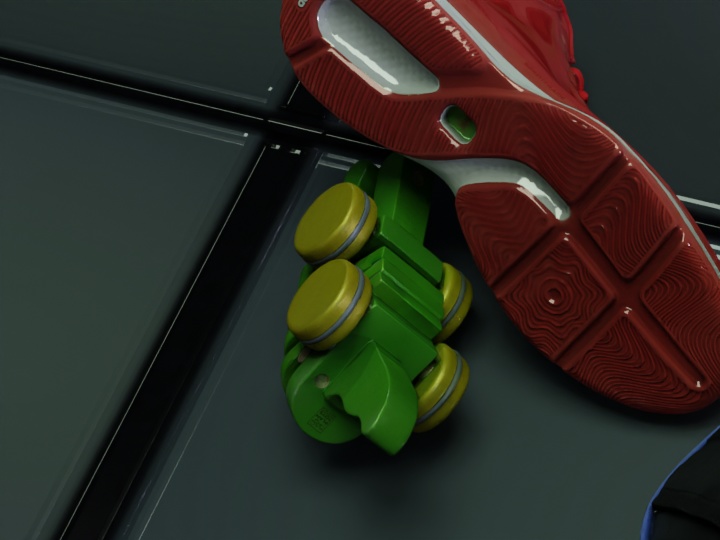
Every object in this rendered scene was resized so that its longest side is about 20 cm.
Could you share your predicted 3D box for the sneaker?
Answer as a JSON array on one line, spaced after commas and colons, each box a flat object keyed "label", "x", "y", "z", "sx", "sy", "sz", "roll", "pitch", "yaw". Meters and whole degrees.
[{"label": "sneaker", "x": 0.073, "y": -0.047, "z": 0.995, "sx": 0.200, "sy": 0.078, "sz": 0.115, "roll": 50, "pitch": 32, "yaw": 5}]

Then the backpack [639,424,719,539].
[{"label": "backpack", "x": 0.185, "y": 0.103, "z": 0.806, "sx": 0.183, "sy": 0.147, "sz": 0.200, "roll": -35, "pitch": 32, "yaw": -21}]

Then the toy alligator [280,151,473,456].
[{"label": "toy alligator", "x": 0.000, "y": 0.000, "z": 0.987, "sx": 0.054, "sy": 0.059, "sz": 0.200, "roll": -35, "pitch": 30, "yaw": 28}]
